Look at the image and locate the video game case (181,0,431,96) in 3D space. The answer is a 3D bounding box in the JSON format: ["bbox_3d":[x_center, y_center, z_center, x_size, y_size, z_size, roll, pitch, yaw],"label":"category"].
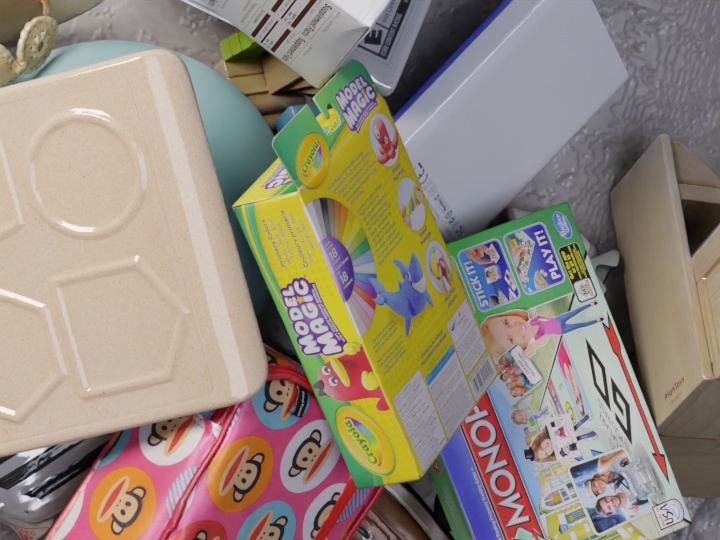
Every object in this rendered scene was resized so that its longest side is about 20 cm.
[{"bbox_3d":[-0.028,-0.222,1.635,0.181,0.023,0.201,25,78,-9],"label":"video game case"}]

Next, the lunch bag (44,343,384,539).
[{"bbox_3d":[-0.074,0.143,1.616,0.201,0.082,0.176,-58,142,0],"label":"lunch bag"}]

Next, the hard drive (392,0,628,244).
[{"bbox_3d":[0.065,-0.075,1.713,0.200,0.025,0.132,-46,149,-6],"label":"hard drive"}]

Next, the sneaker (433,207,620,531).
[{"bbox_3d":[0.072,0.055,1.752,0.088,0.074,0.201,30,69,-10],"label":"sneaker"}]

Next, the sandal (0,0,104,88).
[{"bbox_3d":[-0.228,-0.104,1.596,0.210,0.078,0.070,-12,72,-11],"label":"sandal"}]

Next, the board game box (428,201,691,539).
[{"bbox_3d":[0.094,0.076,1.699,0.134,0.029,0.201,-20,85,-24],"label":"board game box"}]

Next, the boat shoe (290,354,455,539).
[{"bbox_3d":[-0.002,0.142,1.755,0.068,0.072,0.200,-41,103,-3],"label":"boat shoe"}]

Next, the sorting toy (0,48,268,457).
[{"bbox_3d":[-0.162,-0.004,1.538,0.199,0.036,0.186,-14,98,11],"label":"sorting toy"}]

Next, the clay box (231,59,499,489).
[{"bbox_3d":[0.000,0.000,1.581,0.115,0.047,0.201,-48,120,-52],"label":"clay box"}]

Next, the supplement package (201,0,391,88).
[{"bbox_3d":[-0.035,-0.240,1.548,0.200,0.147,0.192,36,76,-5],"label":"supplement package"}]

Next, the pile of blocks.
[{"bbox_3d":[-0.055,-0.089,1.665,0.062,0.082,0.202,-10,106,-31],"label":"pile of blocks"}]

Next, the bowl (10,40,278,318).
[{"bbox_3d":[-0.136,-0.014,1.613,0.199,0.105,0.202,0,110,0],"label":"bowl"}]

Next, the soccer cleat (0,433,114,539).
[{"bbox_3d":[-0.205,0.110,1.651,0.198,0.069,0.086,-1,90,-9],"label":"soccer cleat"}]

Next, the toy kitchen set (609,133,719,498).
[{"bbox_3d":[0.249,0.020,1.775,0.179,0.200,0.164,4,59,-21],"label":"toy kitchen set"}]
